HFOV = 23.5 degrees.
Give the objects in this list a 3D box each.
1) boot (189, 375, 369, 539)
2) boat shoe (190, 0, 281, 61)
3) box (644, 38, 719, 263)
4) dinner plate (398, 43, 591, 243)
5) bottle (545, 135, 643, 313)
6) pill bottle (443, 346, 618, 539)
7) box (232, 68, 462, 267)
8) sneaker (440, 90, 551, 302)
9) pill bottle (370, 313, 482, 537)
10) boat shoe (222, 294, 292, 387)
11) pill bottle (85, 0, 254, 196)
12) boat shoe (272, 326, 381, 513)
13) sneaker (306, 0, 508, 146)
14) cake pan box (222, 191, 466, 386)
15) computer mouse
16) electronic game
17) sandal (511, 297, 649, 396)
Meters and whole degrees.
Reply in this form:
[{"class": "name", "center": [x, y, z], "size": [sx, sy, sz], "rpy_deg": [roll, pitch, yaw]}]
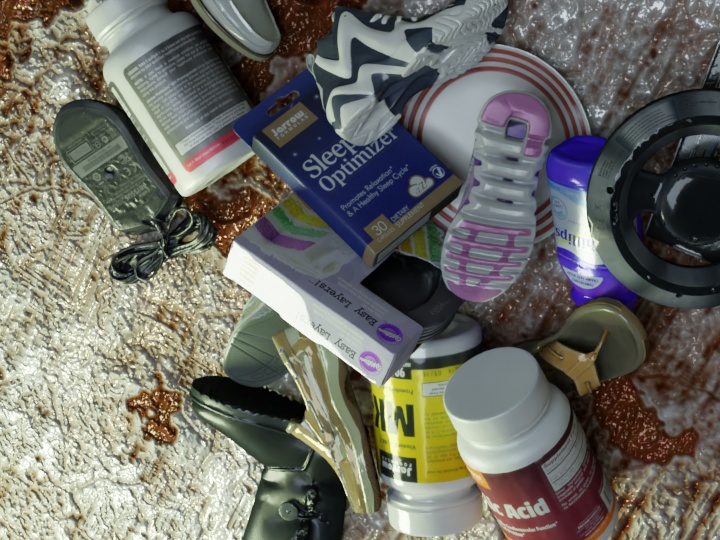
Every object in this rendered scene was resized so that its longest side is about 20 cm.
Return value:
[{"class": "boot", "center": [-0.101, 0.215, 1.795], "size": [0.199, 0.076, 0.169], "rpy_deg": [18, 107, 4]}, {"class": "boat shoe", "center": [-0.134, -0.298, 1.671], "size": [0.068, 0.075, 0.200], "rpy_deg": [-35, 90, 30]}, {"class": "box", "center": [0.365, -0.095, 1.557], "size": [0.159, 0.049, 0.201], "rpy_deg": [22, 111, 11]}, {"class": "dinner plate", "center": [0.126, -0.118, 1.653], "size": [0.199, 0.024, 0.201], "rpy_deg": [5, 106, 18]}, {"class": "bottle", "center": [0.222, -0.023, 1.602], "size": [0.083, 0.065, 0.201], "rpy_deg": [20, 131, 43]}, {"class": "pill bottle", "center": [0.160, 0.176, 1.632], "size": [0.114, 0.114, 0.200], "rpy_deg": [-14, 126, 23]}, {"class": "box", "center": [-0.015, -0.110, 1.640], "size": [0.200, 0.121, 0.032], "rpy_deg": [44, 155, 15]}, {"class": "sneaker", "center": [0.128, -0.071, 1.602], "size": [0.080, 0.088, 0.201], "rpy_deg": [14, 102, -1]}, {"class": "pill bottle", "center": [0.069, 0.151, 1.699], "size": [0.114, 0.114, 0.201], "rpy_deg": [1, 105, 20]}, {"class": "boat shoe", "center": [-0.075, 0.035, 1.755], "size": [0.074, 0.065, 0.202], "rpy_deg": [26, 119, -9]}, {"class": "pill bottle", "center": [-0.183, -0.183, 1.701], "size": [0.110, 0.111, 0.201], "rpy_deg": [-32, 92, 25]}, {"class": "boat shoe", "center": [-0.037, 0.149, 1.707], "size": [0.076, 0.072, 0.201], "rpy_deg": [-17, 84, -4]}, {"class": "sneaker", "center": [0.032, -0.224, 1.619], "size": [0.199, 0.079, 0.130], "rpy_deg": [-42, 61, 14]}, {"class": "cake pan box", "center": [0.000, 0.000, 1.634], "size": [0.200, 0.184, 0.052], "rpy_deg": [36, 135, 14]}, {"class": "computer mouse", "center": [-0.242, -0.093, 1.786], "size": [0.138, 0.053, 0.201], "rpy_deg": [-24, 106, 26]}, {"class": "electronic game", "center": [0.298, -0.061, 1.522], "size": [0.199, 0.042, 0.201], "rpy_deg": [0, 110, 0]}, {"class": "sandal", "center": [0.196, 0.088, 1.626], "size": [0.080, 0.054, 0.200], "rpy_deg": [47, 141, -11]}]
